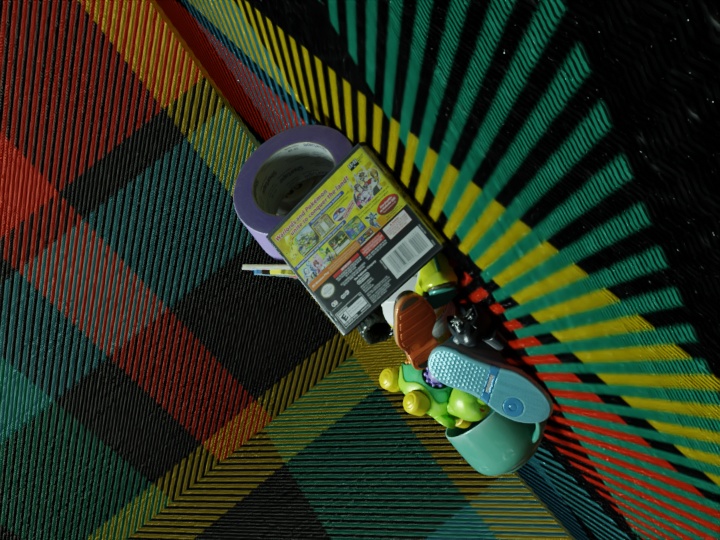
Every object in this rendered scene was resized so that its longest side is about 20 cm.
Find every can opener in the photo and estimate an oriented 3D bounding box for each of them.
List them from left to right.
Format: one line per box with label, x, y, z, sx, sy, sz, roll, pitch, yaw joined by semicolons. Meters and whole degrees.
can opener;0.159;0.083;1.510;0.079;0.063;0.200;51;176;-10

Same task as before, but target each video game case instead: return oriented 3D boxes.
video game case;-0.008;-0.042;1.383;0.181;0.200;0.025;51;-156;8

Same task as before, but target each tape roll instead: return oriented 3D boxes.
tape roll;-0.084;-0.114;1.519;0.200;0.200;0.085;49;176;39

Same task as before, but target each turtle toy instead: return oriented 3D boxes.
turtle toy;0.135;0.191;1.643;0.145;0.102;0.200;21;-168;-38

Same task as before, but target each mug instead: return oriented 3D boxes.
mug;0.239;0.275;1.709;0.115;0.152;0.185;49;177;-7

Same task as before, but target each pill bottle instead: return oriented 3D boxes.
pill bottle;0.107;0.077;1.724;0.200;0.114;0.114;55;175;-40

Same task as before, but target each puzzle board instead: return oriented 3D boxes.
puzzle board;-0.061;0.004;1.574;0.199;0.018;0.150;4;178;-43

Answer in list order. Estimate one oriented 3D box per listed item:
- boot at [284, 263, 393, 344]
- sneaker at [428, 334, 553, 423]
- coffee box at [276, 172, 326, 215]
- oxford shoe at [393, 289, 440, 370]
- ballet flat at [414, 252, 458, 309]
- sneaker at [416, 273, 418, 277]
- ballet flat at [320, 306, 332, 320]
boot;-0.028;0.046;1.778;0.210;0.079;0.158;6;-128;-44
sneaker;0.212;0.150;1.553;0.199;0.080;0.131;28;-155;10
coffee box;-0.068;-0.105;1.615;0.199;0.113;0.080;25;163;30
oxford shoe;0.071;0.080;1.538;0.073;0.071;0.200;53;168;32
ballet flat;0.112;0.012;1.514;0.200;0.066;0.067;86;166;-79
sneaker;0.070;-0.034;1.556;0.082;0.077;0.200;33;179;15
ballet flat;0.000;0.000;1.686;0.057;0.201;0.066;29;-168;-2
